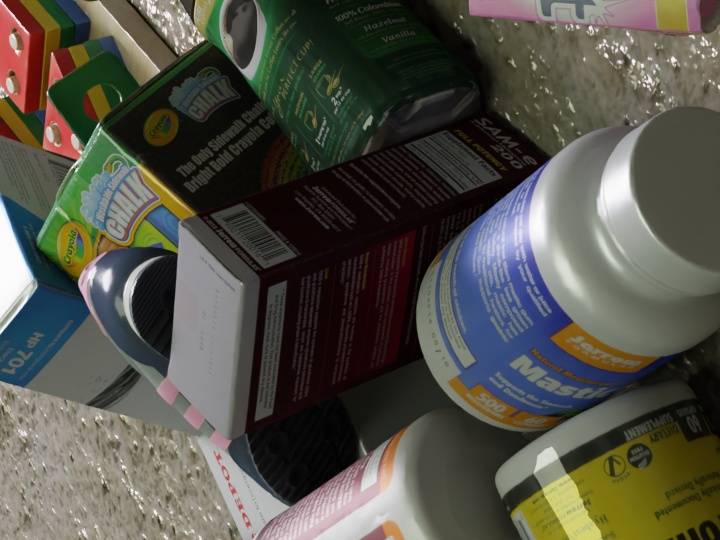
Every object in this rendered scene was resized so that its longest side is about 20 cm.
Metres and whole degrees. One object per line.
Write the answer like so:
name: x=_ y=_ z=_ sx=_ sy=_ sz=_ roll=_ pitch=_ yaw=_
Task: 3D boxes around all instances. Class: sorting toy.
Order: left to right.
sorting toy: x=-0.197 y=-0.096 z=1.657 sx=0.199 sy=0.070 sz=0.200 roll=49 pitch=143 yaw=33

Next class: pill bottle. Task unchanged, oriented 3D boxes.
pill bottle: x=0.008 y=0.163 z=1.282 sx=0.200 sy=0.114 sz=0.114 roll=-37 pitch=74 yaw=40
pill bottle: x=0.115 y=-0.001 z=1.152 sx=0.112 sy=0.112 sz=0.200 roll=65 pitch=150 yaw=9
pill bottle: x=0.157 y=0.163 z=1.180 sx=0.200 sy=0.111 sz=0.111 roll=63 pitch=149 yaw=12

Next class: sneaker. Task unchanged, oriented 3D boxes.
sneaker: x=-0.077 y=0.055 z=1.322 sx=0.082 sy=0.070 sz=0.200 roll=15 pitch=148 yaw=51

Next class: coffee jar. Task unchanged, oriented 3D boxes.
coffee jar: x=-0.023 y=-0.130 z=1.333 sx=0.200 sy=0.085 sz=0.104 roll=53 pitch=144 yaw=27

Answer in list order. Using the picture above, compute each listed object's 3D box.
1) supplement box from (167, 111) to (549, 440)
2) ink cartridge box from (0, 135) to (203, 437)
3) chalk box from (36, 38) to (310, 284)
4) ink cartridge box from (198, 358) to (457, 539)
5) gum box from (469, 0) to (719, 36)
supplement box: x=0.000 y=0.000 z=1.254 sx=0.061 sy=0.200 sz=0.109 roll=43 pitch=140 yaw=36
ink cartridge box: x=-0.165 y=0.009 z=1.501 sx=0.086 sy=0.200 sz=0.147 roll=-47 pitch=47 yaw=21
chalk box: x=-0.097 y=-0.042 z=1.395 sx=0.200 sy=0.125 sz=0.124 roll=42 pitch=137 yaw=6
ink cartridge box: x=-0.003 y=0.128 z=1.450 sx=0.145 sy=0.085 sz=0.200 roll=65 pitch=151 yaw=8
gum box: x=0.106 y=-0.201 z=1.056 sx=0.113 sy=0.066 sz=0.200 roll=9 pitch=116 yaw=29
